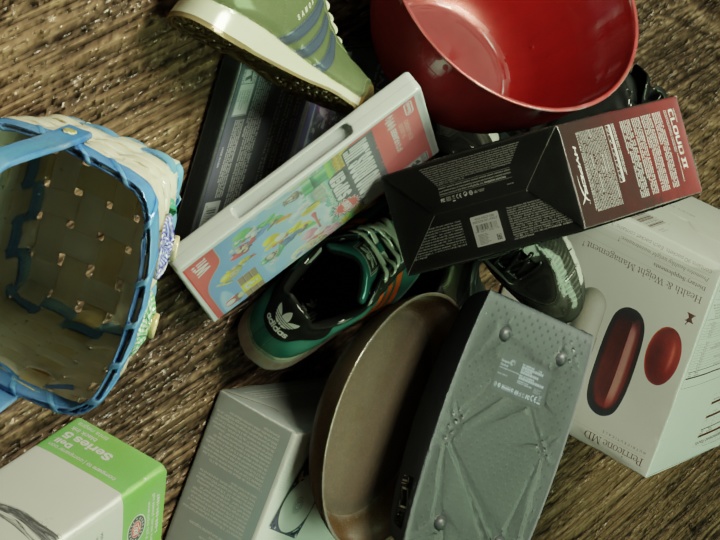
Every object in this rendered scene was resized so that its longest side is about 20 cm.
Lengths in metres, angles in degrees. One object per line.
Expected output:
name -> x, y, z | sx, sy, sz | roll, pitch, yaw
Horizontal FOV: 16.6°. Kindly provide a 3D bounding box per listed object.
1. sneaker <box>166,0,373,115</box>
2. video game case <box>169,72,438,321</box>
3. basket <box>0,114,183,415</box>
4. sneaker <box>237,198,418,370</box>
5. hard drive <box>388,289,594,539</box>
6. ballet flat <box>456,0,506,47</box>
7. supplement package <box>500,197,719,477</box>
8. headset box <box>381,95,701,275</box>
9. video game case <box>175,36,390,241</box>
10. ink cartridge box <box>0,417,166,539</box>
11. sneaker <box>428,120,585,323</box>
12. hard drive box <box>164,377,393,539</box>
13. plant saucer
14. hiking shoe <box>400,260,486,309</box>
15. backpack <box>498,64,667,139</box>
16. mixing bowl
sneaker -> -0.041, -0.167, 1.580 | 0.200, 0.067, 0.090 | 26, 83, -55
video game case -> -0.036, -0.047, 1.663 | 0.200, 0.017, 0.143 | -37, 164, -3
basket -> -0.186, -0.004, 1.409 | 0.200, 0.139, 0.177 | -34, 144, -60
sneaker -> 0.000, 0.000, 1.792 | 0.200, 0.071, 0.080 | -40, -179, -36
hard drive -> 0.095, 0.124, 1.862 | 0.135, 0.042, 0.201 | 23, 84, -40
ballet flat -> 0.100, -0.219, 1.815 | 0.071, 0.070, 0.201 | 1, 114, -61
supplement package -> 0.234, 0.038, 2.139 | 0.147, 0.191, 0.201 | -14, 126, -55
headset box -> 0.134, -0.061, 1.728 | 0.200, 0.148, 0.078 | -19, 93, -54
video game case -> -0.049, -0.090, 1.710 | 0.200, 0.019, 0.144 | -14, 127, -57
ink cartridge box -> -0.223, 0.210, 1.603 | 0.200, 0.084, 0.146 | -33, 141, -45
sneaker -> 0.100, -0.033, 1.858 | 0.201, 0.066, 0.091 | 58, 26, -14
hard drive box -> -0.070, 0.190, 1.867 | 0.156, 0.077, 0.201 | -3, 118, -59
plant saucer -> 0.017, 0.108, 1.833 | 0.200, 0.032, 0.201 | -39, 139, -45
hiking shoe -> 0.052, 0.026, 1.955 | 0.100, 0.076, 0.201 | -22, 126, -38
backpack -> 0.165, -0.119, 1.938 | 0.127, 0.167, 0.200 | -43, 157, 3
mixing bowl -> 0.081, -0.171, 1.715 | 0.200, 0.200, 0.108 | -37, 176, -41
